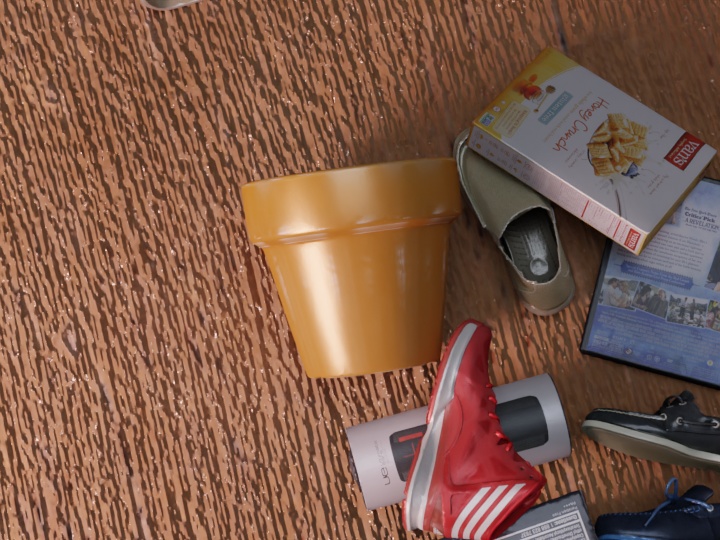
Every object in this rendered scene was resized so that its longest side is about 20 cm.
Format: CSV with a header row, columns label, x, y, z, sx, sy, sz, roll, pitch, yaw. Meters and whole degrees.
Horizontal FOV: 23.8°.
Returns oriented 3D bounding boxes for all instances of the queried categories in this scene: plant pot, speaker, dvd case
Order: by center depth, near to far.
label,x,y,z,sx,sy,sz,roll,pitch,yaw
plant pot,0.000,0.000,1.569,0.199,0.200,0.184,-7,91,-1
speaker,0.088,0.158,1.572,0.199,0.081,0.082,-14,75,-2
dvd case,0.301,0.002,1.640,0.142,0.018,0.201,15,77,5

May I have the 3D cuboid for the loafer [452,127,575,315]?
label,x,y,z,sx,sy,sz,roll,pitch,yaw
loafer,0.151,-0.056,1.631,0.075,0.068,0.201,-26,76,-6

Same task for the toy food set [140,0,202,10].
label,x,y,z,sx,sy,sz,roll,pitch,yaw
toy food set,-0.143,-0.358,1.720,0.199,0.060,0.144,-17,75,-3

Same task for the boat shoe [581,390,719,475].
label,x,y,z,sx,sy,sz,roll,pitch,yaw
boat shoe,0.304,0.145,1.574,0.199,0.075,0.066,12,74,4

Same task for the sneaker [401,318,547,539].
label,x,y,z,sx,sy,sz,roll,pitch,yaw
sneaker,0.114,0.145,1.491,0.115,0.078,0.201,14,70,10

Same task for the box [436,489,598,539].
label,x,y,z,sx,sy,sz,roll,pitch,yaw
box,0.132,0.326,1.504,0.199,0.123,0.199,-18,74,-4

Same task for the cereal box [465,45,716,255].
label,x,y,z,sx,sy,sz,roll,pitch,yaw
cereal box,0.221,-0.117,1.628,0.200,0.040,0.144,33,53,14

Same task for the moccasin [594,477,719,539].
label,x,y,z,sx,sy,sz,roll,pitch,yaw
moccasin,0.308,0.230,1.559,0.199,0.080,0.068,5,70,-12
